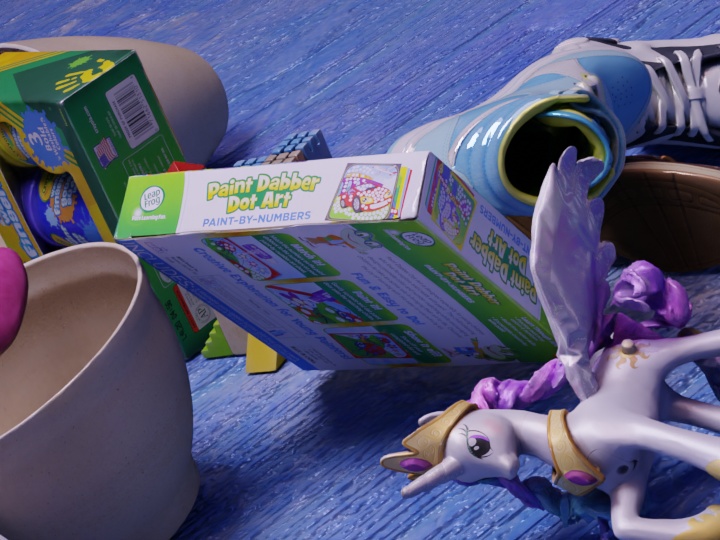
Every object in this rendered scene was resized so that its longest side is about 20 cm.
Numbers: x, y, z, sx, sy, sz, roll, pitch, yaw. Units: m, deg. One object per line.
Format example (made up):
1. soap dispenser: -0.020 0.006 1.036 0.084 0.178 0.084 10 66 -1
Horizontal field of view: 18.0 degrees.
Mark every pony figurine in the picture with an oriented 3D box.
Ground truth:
1. pony figurine: 0.128 0.056 1.114 0.200 0.167 0.193 6 41 24

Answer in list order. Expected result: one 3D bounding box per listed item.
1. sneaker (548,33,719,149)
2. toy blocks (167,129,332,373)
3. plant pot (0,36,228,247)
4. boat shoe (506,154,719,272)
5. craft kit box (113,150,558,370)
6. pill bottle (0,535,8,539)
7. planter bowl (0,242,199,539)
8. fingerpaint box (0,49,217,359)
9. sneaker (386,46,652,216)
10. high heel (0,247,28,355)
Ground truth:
1. sneaker: 0.204 -0.113 1.435 0.129 0.080 0.199 -5 -2 28
2. toy blocks: -0.035 -0.023 1.432 0.200 0.137 0.100 -7 27 34
3. plant pot: -0.195 -0.106 1.757 0.187 0.188 0.200 -6 14 36
4. boat shoe: 0.172 -0.045 1.372 0.200 0.072 0.072 -6 29 50
5. craft kit box: 0.000 0.000 1.268 0.197 0.200 0.049 0 67 33
6. pill bottle: -0.214 0.215 1.103 0.114 0.114 0.200 -21 23 6
7. planter bowl: -0.174 0.099 1.282 0.200 0.135 0.200 -26 26 13
8. fingerpaint box: -0.183 -0.045 1.544 0.073 0.200 0.167 -38 27 -31
9. sneaker: 0.122 -0.076 1.267 0.200 0.080 0.130 -31 14 -34
10. high heel: -0.247 0.028 1.223 0.067 0.096 0.200 -14 32 35
